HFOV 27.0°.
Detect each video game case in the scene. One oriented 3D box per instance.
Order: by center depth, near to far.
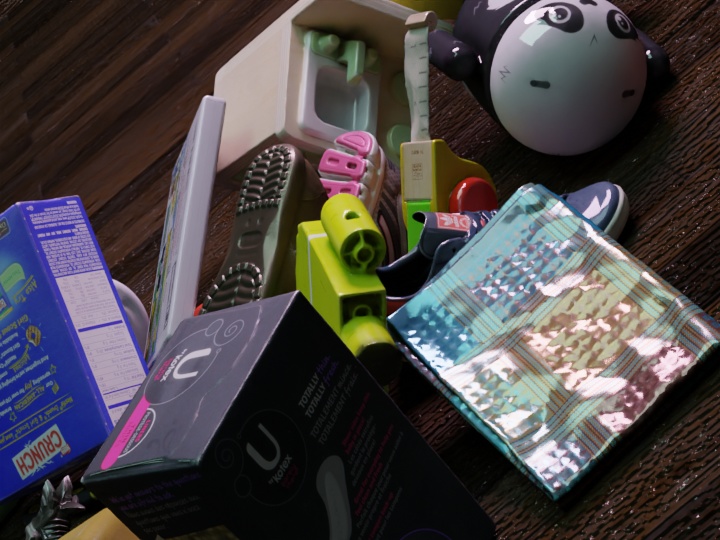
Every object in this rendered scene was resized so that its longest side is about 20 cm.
[{"bbox_3d":[-0.148,-0.019,1.243,0.182,0.022,0.203,134,144,-69],"label":"video game case"}]

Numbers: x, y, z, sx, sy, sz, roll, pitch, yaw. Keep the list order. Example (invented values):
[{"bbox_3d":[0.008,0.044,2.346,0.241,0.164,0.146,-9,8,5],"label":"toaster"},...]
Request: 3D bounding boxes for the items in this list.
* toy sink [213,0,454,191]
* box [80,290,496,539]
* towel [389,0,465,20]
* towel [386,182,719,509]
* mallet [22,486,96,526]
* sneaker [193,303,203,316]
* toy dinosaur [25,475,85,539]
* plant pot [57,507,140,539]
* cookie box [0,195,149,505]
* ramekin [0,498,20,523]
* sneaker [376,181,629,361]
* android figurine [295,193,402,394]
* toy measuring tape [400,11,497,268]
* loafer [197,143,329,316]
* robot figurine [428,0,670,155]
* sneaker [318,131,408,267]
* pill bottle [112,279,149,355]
[{"bbox_3d":[-0.026,-0.131,1.237,0.199,0.129,0.114,-26,56,54],"label":"toy sink"},{"bbox_3d":[-0.034,0.128,0.831,0.105,0.201,0.123,-13,36,43],"label":"box"},{"bbox_3d":[0.118,-0.239,1.223,0.197,0.086,0.018,-2,54,-13],"label":"towel"},{"bbox_3d":[0.113,0.037,0.919,0.147,0.022,0.200,-43,42,-3],"label":"towel"},{"bbox_3d":[-0.208,0.179,1.186,0.199,0.041,0.066,-29,24,32],"label":"mallet"},{"bbox_3d":[-0.105,0.077,1.134,0.070,0.094,0.201,-15,35,42],"label":"sneaker"},{"bbox_3d":[-0.161,0.207,1.014,0.135,0.103,0.199,20,42,38],"label":"toy dinosaur"},{"bbox_3d":[-0.163,0.252,0.839,0.199,0.201,0.177,-34,15,13],"label":"plant pot"},{"bbox_3d":[-0.266,0.067,1.228,0.170,0.202,0.075,-29,-10,36],"label":"cookie box"},{"bbox_3d":[-0.379,0.176,1.348,0.199,0.098,0.201,-31,27,18],"label":"ramekin"},{"bbox_3d":[0.085,-0.017,1.027,0.199,0.085,0.075,-31,26,10],"label":"sneaker"},{"bbox_3d":[-0.009,0.042,0.980,0.040,0.184,0.200,-7,24,-10],"label":"android figurine"},{"bbox_3d":[0.066,-0.085,1.100,0.072,0.203,0.074,-2,3,0],"label":"toy measuring tape"},{"bbox_3d":[-0.063,0.010,1.085,0.076,0.067,0.202,3,72,50],"label":"loafer"},{"bbox_3d":[0.140,-0.166,1.144,0.150,0.125,0.200,-37,25,5],"label":"robot figurine"},{"bbox_3d":[0.000,0.000,1.145,0.073,0.087,0.203,-7,64,45],"label":"sneaker"},{"bbox_3d":[-0.284,0.057,1.390,0.112,0.112,0.199,-51,28,-22],"label":"pill bottle"}]
